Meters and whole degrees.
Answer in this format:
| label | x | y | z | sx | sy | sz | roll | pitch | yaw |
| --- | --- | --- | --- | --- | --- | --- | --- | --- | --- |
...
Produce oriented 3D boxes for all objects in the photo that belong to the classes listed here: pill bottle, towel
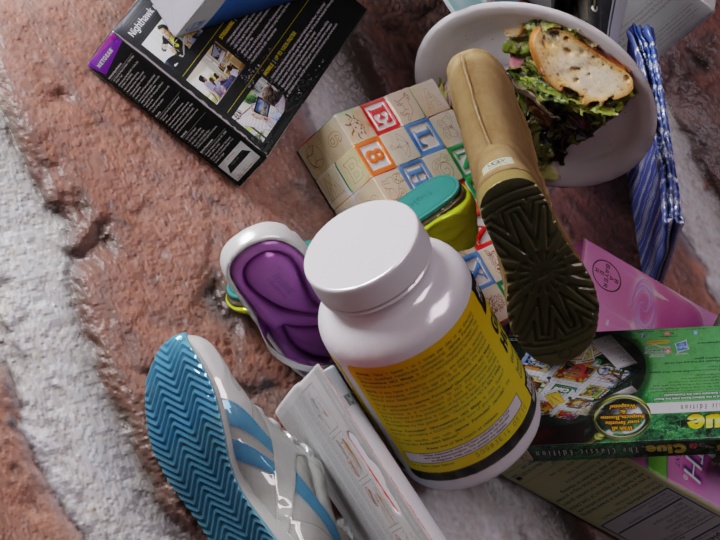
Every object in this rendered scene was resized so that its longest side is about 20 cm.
| label | x | y | z | sx | sy | sz | roll | pitch | yaw |
| --- | --- | --- | --- | --- | --- | --- | --- | --- | --- |
| pill bottle | 0.040 | 0.050 | 1.478 | 0.200 | 0.112 | 0.113 | 59 | 37 | -38 |
| towel | 0.237 | -0.090 | 1.796 | 0.024 | 0.145 | 0.200 | -2 | 61 | -3 |

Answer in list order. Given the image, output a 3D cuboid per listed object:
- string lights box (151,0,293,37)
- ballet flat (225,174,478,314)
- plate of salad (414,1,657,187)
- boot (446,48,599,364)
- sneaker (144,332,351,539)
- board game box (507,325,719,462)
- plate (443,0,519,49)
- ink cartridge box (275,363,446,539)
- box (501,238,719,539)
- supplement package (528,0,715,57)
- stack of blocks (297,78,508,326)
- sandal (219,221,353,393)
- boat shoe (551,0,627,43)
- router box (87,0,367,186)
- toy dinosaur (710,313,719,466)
| label | x | y | z | sx | sy | sz | roll | pitch | yaw |
| --- | --- | --- | --- | --- | --- | --- | --- | --- | --- |
| string lights box | -0.082 | -0.256 | 1.635 | 0.200 | 0.059 | 0.103 | -23 | 76 | -42 |
| ballet flat | 0.000 | 0.000 | 1.579 | 0.200 | 0.067 | 0.067 | -27 | 35 | -8 |
| plate of salad | 0.135 | -0.130 | 1.693 | 0.200 | 0.200 | 0.048 | 34 | 52 | -15 |
| boot | 0.120 | -0.051 | 1.597 | 0.200 | 0.066 | 0.175 | -100 | 173 | -60 |
| sneaker | -0.079 | 0.132 | 1.472 | 0.081 | 0.076 | 0.200 | -25 | 87 | -50 |
| board game box | 0.192 | 0.089 | 1.550 | 0.023 | 0.200 | 0.105 | 73 | 19 | -46 |
| plate | 0.103 | -0.229 | 1.785 | 0.200 | 0.026 | 0.200 | 50 | 18 | -23 |
| ink cartridge box | 0.013 | 0.136 | 1.450 | 0.047 | 0.200 | 0.160 | -31 | 84 | -15 |
| box | 0.214 | 0.106 | 1.680 | 0.200 | 0.097 | 0.176 | 30 | 50 | -19 |
| supplement package | 0.213 | -0.292 | 1.905 | 0.200 | 0.117 | 0.117 | 32 | 50 | -16 |
| stack of blocks | 0.054 | -0.039 | 1.675 | 0.115 | 0.059 | 0.200 | -23 | 79 | -41 |
| sandal | -0.032 | 0.042 | 1.521 | 0.203 | 0.082 | 0.050 | 41 | 20 | -41 |
| boat shoe | 0.180 | -0.184 | 1.795 | 0.057 | 0.069 | 0.200 | -3 | 108 | -35 |
| router box | -0.098 | -0.181 | 1.653 | 0.149 | 0.051 | 0.200 | 39 | 47 | -8 |
| toy dinosaur | 0.284 | 0.077 | 1.628 | 0.077 | 0.102 | 0.200 | -1 | 55 | -22 |
